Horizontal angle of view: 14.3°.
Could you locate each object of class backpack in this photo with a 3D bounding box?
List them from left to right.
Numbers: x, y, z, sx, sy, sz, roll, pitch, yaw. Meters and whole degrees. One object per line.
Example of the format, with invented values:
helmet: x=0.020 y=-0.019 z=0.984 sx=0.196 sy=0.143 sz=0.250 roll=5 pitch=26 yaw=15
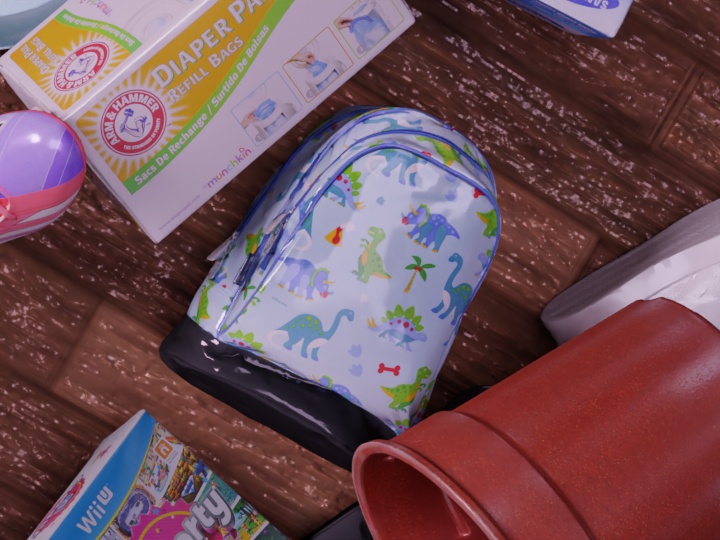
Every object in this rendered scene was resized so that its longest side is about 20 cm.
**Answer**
backpack: x=0.000 y=0.000 z=1.679 sx=0.163 sy=0.154 sz=0.201 roll=31 pitch=77 yaw=-9

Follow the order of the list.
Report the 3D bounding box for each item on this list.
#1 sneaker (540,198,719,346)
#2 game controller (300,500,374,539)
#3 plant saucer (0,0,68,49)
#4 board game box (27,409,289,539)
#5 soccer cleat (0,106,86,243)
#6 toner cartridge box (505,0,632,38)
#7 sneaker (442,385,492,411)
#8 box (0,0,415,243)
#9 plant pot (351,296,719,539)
sneaker: x=0.222 y=0.027 z=1.765 sx=0.199 sy=0.074 sz=0.116 roll=-29 pitch=105 yaw=1
game controller: x=0.031 y=0.234 z=1.756 sx=0.104 sy=0.042 sz=0.200 roll=-36 pitch=103 yaw=-7
plant saucer: x=-0.215 y=-0.227 z=1.644 sx=0.199 sy=0.027 sz=0.201 roll=-2 pitch=98 yaw=-14
board game box: x=-0.102 y=0.204 z=1.659 sx=0.200 sy=0.064 sz=0.148 roll=42 pitch=53 yaw=-9
soccer cleat: x=-0.227 y=-0.029 z=1.588 sx=0.067 sy=0.200 sz=0.076 roll=55 pitch=44 yaw=-14
toner cartridge box: x=0.059 y=-0.199 z=1.680 sx=0.199 sy=0.095 sz=0.043 roll=26 pitch=92 yaw=-15
sneaker: x=0.118 y=0.156 z=1.749 sx=0.074 sy=0.080 sz=0.200 roll=-34 pitch=102 yaw=-5
box: x=-0.089 y=-0.130 z=1.632 sx=0.200 sy=0.112 sz=0.101 roll=-41 pitch=125 yaw=-5
plant pot: x=0.132 y=0.126 z=1.637 sx=0.195 sy=0.201 sz=0.201 roll=-35 pitch=104 yaw=-19
